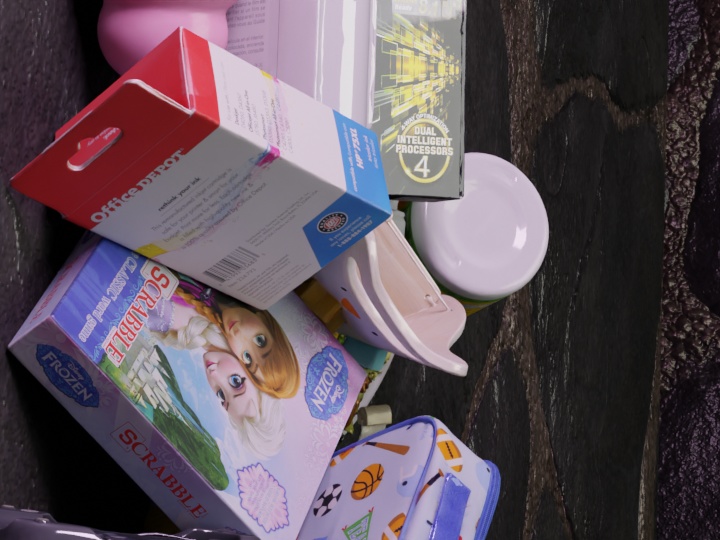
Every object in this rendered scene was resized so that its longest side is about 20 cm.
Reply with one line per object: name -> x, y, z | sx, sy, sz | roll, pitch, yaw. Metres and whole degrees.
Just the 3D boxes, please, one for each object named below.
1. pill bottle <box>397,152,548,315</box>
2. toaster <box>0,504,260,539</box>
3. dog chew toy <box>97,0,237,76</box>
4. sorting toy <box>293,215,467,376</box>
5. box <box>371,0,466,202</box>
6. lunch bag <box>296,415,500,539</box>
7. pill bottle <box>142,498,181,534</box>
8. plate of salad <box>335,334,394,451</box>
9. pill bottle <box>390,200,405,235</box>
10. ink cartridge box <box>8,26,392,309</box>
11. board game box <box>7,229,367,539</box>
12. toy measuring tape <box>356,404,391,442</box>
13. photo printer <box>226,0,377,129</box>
pill bottle -> 0.055, -0.013, 1.788 | 0.200, 0.110, 0.112 | 149, -51, -64
toaster -> -0.116, 0.200, 1.233 | 0.113, 0.198, 0.130 | -179, -83, -67
dog chew toy -> -0.112, -0.203, 1.363 | 0.124, 0.123, 0.202 | -21, 118, -72
sorting toy -> 0.000, 0.000, 1.468 | 0.201, 0.107, 0.180 | 55, -9, -26
box -> -0.019, -0.131, 1.585 | 0.199, 0.049, 0.163 | 2, 87, -32
lunch bag -> 0.001, 0.186, 1.330 | 0.075, 0.160, 0.201 | 41, 48, -24
pill bottle -> -0.078, 0.151, 1.466 | 0.112, 0.111, 0.201 | 66, 29, -53
plate of salad -> -0.024, 0.072, 1.632 | 0.200, 0.048, 0.201 | -39, 145, -34
pill bottle -> -0.015, -0.110, 1.683 | 0.114, 0.113, 0.202 | 9, 82, -73
ink cartridge box -> -0.093, -0.063, 1.323 | 0.199, 0.116, 0.068 | 27, 40, -39
board game box -> -0.095, 0.054, 1.367 | 0.200, 0.041, 0.200 | 48, 32, -16
toy measuring tape -> -0.034, 0.154, 1.624 | 0.074, 0.073, 0.201 | -63, 177, -57
photo printer -> -0.064, -0.178, 1.438 | 0.069, 0.165, 0.202 | 10, 78, -51
